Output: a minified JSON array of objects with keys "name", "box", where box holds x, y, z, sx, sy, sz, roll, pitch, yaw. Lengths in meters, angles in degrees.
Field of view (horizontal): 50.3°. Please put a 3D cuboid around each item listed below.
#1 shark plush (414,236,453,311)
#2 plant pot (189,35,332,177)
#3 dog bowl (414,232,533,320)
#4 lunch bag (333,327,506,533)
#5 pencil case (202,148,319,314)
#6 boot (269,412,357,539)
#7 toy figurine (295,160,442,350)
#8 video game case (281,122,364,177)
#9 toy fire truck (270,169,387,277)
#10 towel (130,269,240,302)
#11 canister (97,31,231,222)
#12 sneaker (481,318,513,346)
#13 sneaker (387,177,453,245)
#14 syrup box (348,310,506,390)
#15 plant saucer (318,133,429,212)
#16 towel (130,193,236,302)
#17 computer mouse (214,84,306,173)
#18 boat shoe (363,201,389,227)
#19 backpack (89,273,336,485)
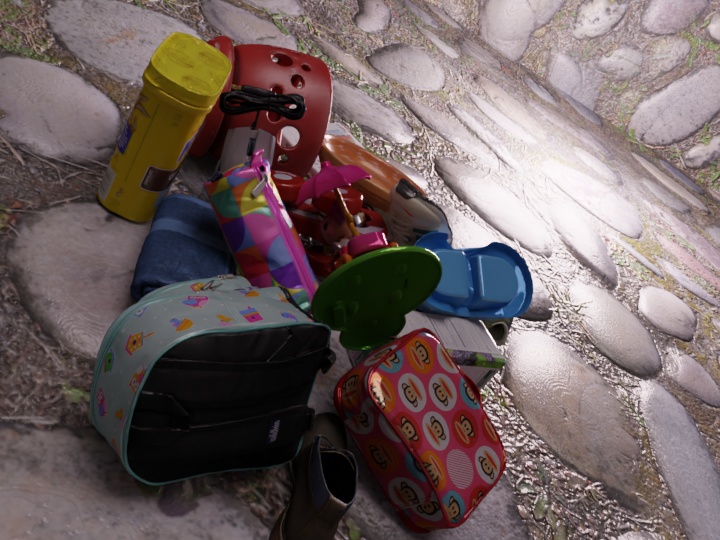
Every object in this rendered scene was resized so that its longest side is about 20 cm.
[{"name":"shark plush","box":[0.083,0.019,1.193,0.083,0.091,0.201,16,52,4]},{"name":"plant pot","box":[-0.161,-0.243,1.140,0.182,0.201,0.201,14,36,-28]},{"name":"dog bowl","box":[0.145,0.014,1.060,0.199,0.050,0.112,7,68,-24]},{"name":"lunch bag","box":[0.077,0.168,0.858,0.176,0.082,0.201,-32,91,-47]},{"name":"pencil case","box":[-0.110,-0.032,0.883,0.088,0.088,0.201,-42,113,-60]},{"name":"boot","box":[-0.027,0.195,0.763,0.074,0.097,0.200,30,31,-11]},{"name":"toy figurine","box":[-0.010,-0.033,0.892,0.149,0.200,0.185,-15,58,-11]},{"name":"video game case","box":[-0.043,-0.199,1.371,0.182,0.024,0.200,48,32,19]},{"name":"toy fire truck","box":[-0.054,-0.076,1.055,0.199,0.113,0.168,16,23,16]},{"name":"towel","box":[-0.162,0.049,0.905,0.144,0.023,0.200,46,31,17]},{"name":"canister","box":[-0.246,-0.175,0.953,0.086,0.200,0.149,27,31,-14]},{"name":"sneaker","box":[0.172,0.054,1.155,0.200,0.067,0.090,28,63,-43]},{"name":"sneaker","box":[0.069,-0.053,1.066,0.070,0.093,0.200,41,0,21]},{"name":"syrup box","box":[0.088,0.110,1.017,0.199,0.079,0.082,10,39,-38]},{"name":"plant saucer","box":[0.015,-0.141,1.169,0.199,0.038,0.200,29,19,-11]},{"name":"towel","box":[-0.197,-0.020,0.895,0.111,0.049,0.200,24,32,-18]},{"name":"computer mouse","box":[-0.149,-0.159,1.037,0.109,0.200,0.044,5,47,-19]},{"name":"boat shoe","box":[0.036,-0.094,1.256,0.199,0.075,0.066,2,36,-37]},{"name":"backpack","box":[-0.146,0.097,0.706,0.153,0.177,0.199,35,26,33]}]
